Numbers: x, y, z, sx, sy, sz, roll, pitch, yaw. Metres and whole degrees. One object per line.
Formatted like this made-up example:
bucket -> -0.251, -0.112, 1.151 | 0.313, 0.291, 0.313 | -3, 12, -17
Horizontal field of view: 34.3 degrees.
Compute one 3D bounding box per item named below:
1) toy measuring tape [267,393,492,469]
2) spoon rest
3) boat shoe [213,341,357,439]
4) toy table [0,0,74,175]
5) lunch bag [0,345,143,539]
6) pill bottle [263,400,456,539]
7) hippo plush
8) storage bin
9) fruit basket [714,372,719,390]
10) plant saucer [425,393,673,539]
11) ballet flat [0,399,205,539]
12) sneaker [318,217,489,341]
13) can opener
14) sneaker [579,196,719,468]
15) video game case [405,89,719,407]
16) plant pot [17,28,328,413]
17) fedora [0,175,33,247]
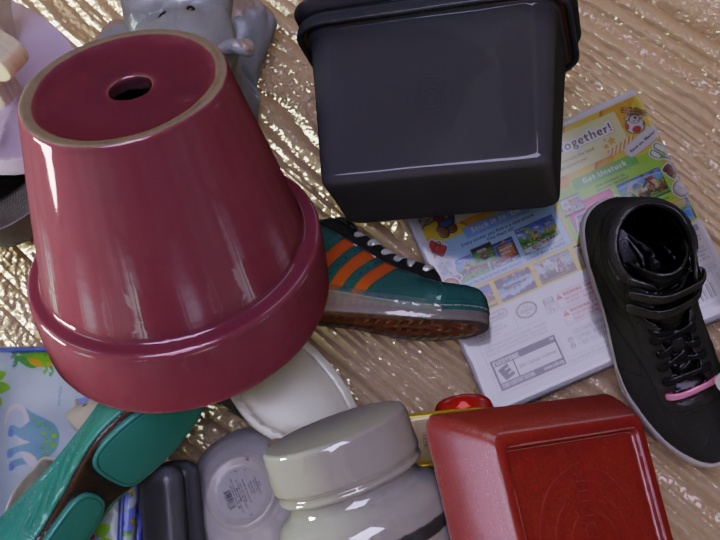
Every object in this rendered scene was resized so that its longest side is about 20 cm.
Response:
toy measuring tape -> 0.037, 0.127, 0.811 | 0.198, 0.074, 0.074 | -6, 76, 1
spoon rest -> -0.062, 0.205, 0.825 | 0.099, 0.061, 0.201 | -25, 62, 2
boat shoe -> -0.087, 0.068, 0.851 | 0.201, 0.060, 0.072 | 34, 73, 6
toy table -> -0.286, -0.158, 0.813 | 0.198, 0.117, 0.185 | 19, 70, 17
lunch bag -> -0.224, 0.157, 0.836 | 0.159, 0.082, 0.202 | -2, 76, 7
pill bottle -> 0.016, 0.192, 0.726 | 0.112, 0.113, 0.202 | -19, 93, 2
hippo plush -> -0.144, -0.147, 0.858 | 0.157, 0.161, 0.202 | -6, 76, 5
storage bin -> 0.058, -0.110, 0.828 | 0.198, 0.146, 0.136 | -3, 71, 13
fruit basket -> 0.361, 0.076, 0.776 | 0.200, 0.094, 0.186 | -41, 85, -13
plant saucer -> 0.140, 0.178, 0.738 | 0.037, 0.199, 0.202 | -26, 71, 44
ballet flat -> -0.182, 0.128, 0.769 | 0.070, 0.067, 0.201 | 31, 76, 33
sneaker -> 0.000, 0.000, 0.846 | 0.198, 0.071, 0.081 | 8, 74, 17
can opener -> -0.113, 0.232, 0.802 | 0.066, 0.053, 0.202 | -10, 85, 15
sneaker -> 0.204, 0.040, 0.780 | 0.070, 0.099, 0.202 | -21, 84, 0
video game case -> 0.151, -0.014, 0.863 | 0.198, 0.023, 0.183 | -23, 75, 2
plant pot -> -0.129, -0.042, 0.741 | 0.198, 0.180, 0.201 | -6, 41, 5
fedora -> -0.284, -0.089, 0.896 | 0.175, 0.090, 0.201 | -22, 63, -2
